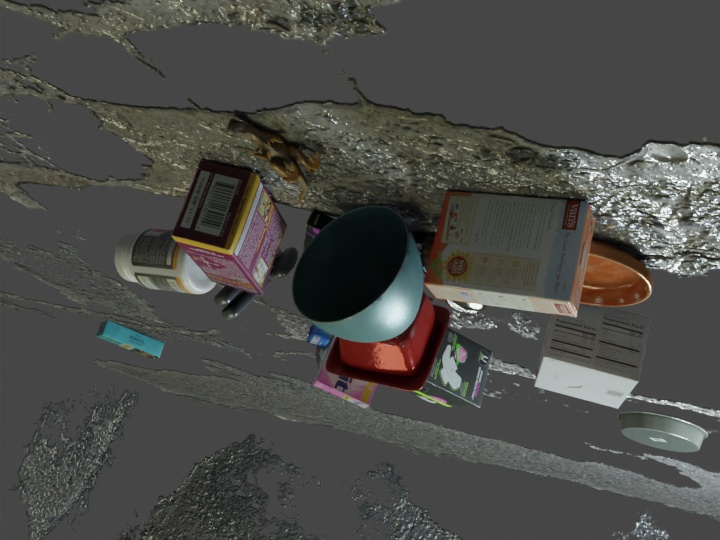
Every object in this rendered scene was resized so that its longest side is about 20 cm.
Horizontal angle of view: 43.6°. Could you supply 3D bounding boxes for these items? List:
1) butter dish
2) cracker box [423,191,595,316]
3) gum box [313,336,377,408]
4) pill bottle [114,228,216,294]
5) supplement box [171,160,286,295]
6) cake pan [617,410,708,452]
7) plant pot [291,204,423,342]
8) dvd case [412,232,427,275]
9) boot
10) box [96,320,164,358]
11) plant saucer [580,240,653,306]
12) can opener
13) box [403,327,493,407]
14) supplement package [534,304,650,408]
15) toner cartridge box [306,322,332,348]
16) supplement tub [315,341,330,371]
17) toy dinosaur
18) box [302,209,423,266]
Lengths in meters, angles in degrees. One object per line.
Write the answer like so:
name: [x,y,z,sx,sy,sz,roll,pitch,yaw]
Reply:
butter dish: [0.044,0.088,1.606,0.195,0.202,0.150,10,138,21]
cracker box: [0.193,-0.024,1.164,0.196,0.137,0.058,7,161,28]
gum box: [-0.002,0.149,1.750,0.112,0.203,0.066,23,165,-4]
pill bottle: [-0.368,-0.020,1.712,0.197,0.119,0.116,5,159,34]
supplement box: [-0.200,-0.064,1.413,0.101,0.133,0.201,13,161,14]
cake pan: [0.674,0.364,2.019,0.196,0.037,0.201,16,162,5]
plant pot: [0.016,0.026,1.324,0.197,0.203,0.135,1,146,40]
dvd case: [0.156,-0.007,1.437,0.140,0.018,0.200,9,161,27]
boot: [0.171,0.015,1.333,0.095,0.076,0.200,7,158,36]
box: [-0.726,0.219,2.837,0.197,0.050,0.082,26,160,-26]
plant saucer: [0.319,0.000,1.289,0.196,0.033,0.201,15,163,5]
can opener: [-0.173,0.011,1.548,0.066,0.200,0.054,-17,110,33]
box: [0.146,0.190,1.848,0.198,0.127,0.147,29,159,-30]
supplement package: [0.383,0.138,1.503,0.152,0.113,0.201,13,162,11]
toner cartridge box: [-0.065,0.084,1.777,0.042,0.097,0.200,16,163,-5]
supplement tub: [-0.035,0.187,1.940,0.120,0.125,0.200,19,-177,-9]
toy dinosaur: [-0.098,-0.148,1.222,0.106,0.061,0.200,34,173,46]
box: [0.001,-0.013,1.459,0.196,0.037,0.144,22,151,3]
